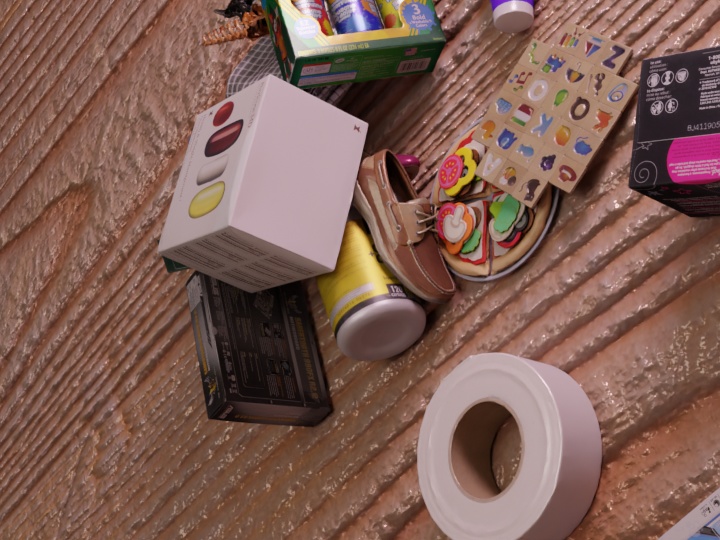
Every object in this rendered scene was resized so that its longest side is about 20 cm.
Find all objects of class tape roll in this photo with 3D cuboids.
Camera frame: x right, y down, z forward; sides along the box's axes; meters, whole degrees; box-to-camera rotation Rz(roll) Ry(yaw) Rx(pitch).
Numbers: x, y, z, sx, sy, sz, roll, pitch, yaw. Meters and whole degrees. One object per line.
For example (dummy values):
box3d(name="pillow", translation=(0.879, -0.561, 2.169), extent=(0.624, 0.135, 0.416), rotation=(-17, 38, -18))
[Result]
box3d(name="tape roll", translation=(0.151, 0.189, 1.226), extent=(0.201, 0.070, 0.206), rotation=(-18, 65, 45))

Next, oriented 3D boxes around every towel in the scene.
box3d(name="towel", translation=(-0.070, -0.281, 1.555), extent=(0.164, 0.086, 0.201), rotation=(5, 52, 48))

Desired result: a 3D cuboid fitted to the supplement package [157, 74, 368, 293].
box3d(name="supplement package", translation=(-0.119, -0.097, 1.412), extent=(0.199, 0.146, 0.194), rotation=(-14, 58, 55))

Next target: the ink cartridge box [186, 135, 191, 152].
box3d(name="ink cartridge box", translation=(-0.153, -0.151, 1.618), extent=(0.199, 0.115, 0.068), rotation=(-4, 73, 60))

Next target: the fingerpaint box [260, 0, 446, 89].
box3d(name="fingerpaint box", translation=(-0.014, -0.322, 1.455), extent=(0.074, 0.197, 0.169), rotation=(117, 140, -62))

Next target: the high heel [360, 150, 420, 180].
box3d(name="high heel", translation=(0.004, -0.148, 1.497), extent=(0.199, 0.067, 0.098), rotation=(-12, 80, 50))

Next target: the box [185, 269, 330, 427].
box3d(name="box", translation=(-0.133, 0.097, 1.507), extent=(0.048, 0.157, 0.202), rotation=(-44, 49, 40))

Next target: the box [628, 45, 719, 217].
box3d(name="box", translation=(0.359, -0.128, 1.058), extent=(0.198, 0.114, 0.134), rotation=(-2, 75, 47))

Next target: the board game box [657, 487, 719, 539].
box3d(name="board game box", translation=(0.310, 0.291, 1.040), extent=(0.200, 0.034, 0.136), rotation=(-50, 46, 26))

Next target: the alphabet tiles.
box3d(name="alphabet tiles", translation=(0.210, -0.172, 1.294), extent=(0.166, 0.006, 0.202), rotation=(36, 95, 45))

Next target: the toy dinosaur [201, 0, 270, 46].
box3d(name="toy dinosaur", translation=(-0.124, -0.351, 1.526), extent=(0.135, 0.199, 0.103), rotation=(37, 129, 30))

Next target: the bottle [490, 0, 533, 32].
box3d(name="bottle", translation=(0.173, -0.380, 1.386), extent=(0.083, 0.065, 0.203), rotation=(-21, 63, 44))

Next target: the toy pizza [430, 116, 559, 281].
box3d(name="toy pizza", translation=(0.145, -0.089, 1.350), extent=(0.199, 0.031, 0.204), rotation=(-18, 65, 44))

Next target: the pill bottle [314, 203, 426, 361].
box3d(name="pill bottle", translation=(0.000, 0.000, 1.425), extent=(0.112, 0.111, 0.202), rotation=(-43, 50, 30))

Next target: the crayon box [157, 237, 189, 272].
box3d(name="crayon box", translation=(-0.159, -0.056, 1.595), extent=(0.125, 0.199, 0.052), rotation=(-9, 103, 47))

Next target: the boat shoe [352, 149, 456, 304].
box3d(name="boat shoe", translation=(0.055, -0.054, 1.372), extent=(0.072, 0.075, 0.201), rotation=(-41, 72, 30))
